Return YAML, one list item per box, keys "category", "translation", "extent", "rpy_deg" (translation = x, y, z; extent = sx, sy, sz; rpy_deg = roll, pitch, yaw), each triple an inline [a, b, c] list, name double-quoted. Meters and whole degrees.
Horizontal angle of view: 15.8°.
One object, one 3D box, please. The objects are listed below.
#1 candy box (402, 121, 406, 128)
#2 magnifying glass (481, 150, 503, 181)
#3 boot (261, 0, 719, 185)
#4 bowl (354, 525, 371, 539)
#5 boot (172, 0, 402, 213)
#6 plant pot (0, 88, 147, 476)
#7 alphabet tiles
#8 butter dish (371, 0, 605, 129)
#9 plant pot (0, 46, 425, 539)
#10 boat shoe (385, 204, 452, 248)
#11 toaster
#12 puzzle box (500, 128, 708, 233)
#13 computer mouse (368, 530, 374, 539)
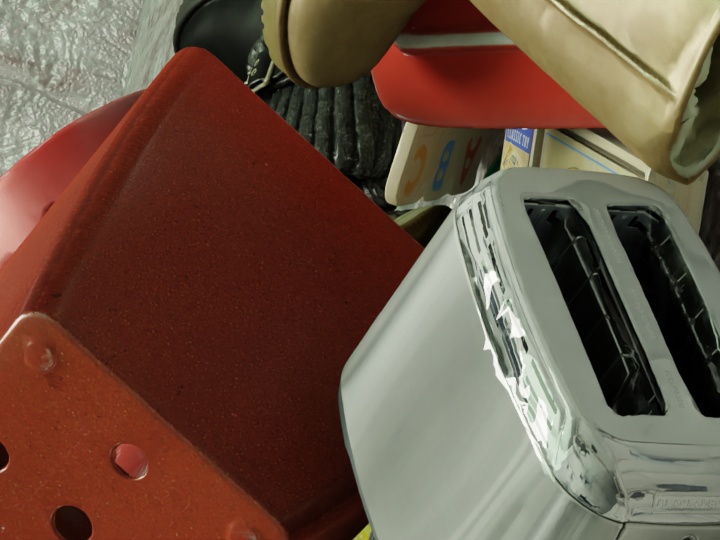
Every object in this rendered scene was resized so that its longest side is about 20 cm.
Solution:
- category: "candy box"
  translation: [0.019, -0.181, 1.526]
  extent: [0.168, 0.071, 0.201]
  rpy_deg: [123, 160, -82]
- category: "magnifying glass"
  translation: [0.082, -0.026, 1.233]
  extent: [0.200, 0.022, 0.080]
  rpy_deg: [163, 121, -75]
- category: "boot"
  translation: [0.056, -0.095, 0.965]
  extent: [0.200, 0.066, 0.176]
  rpy_deg: [43, 132, 31]
- category: "bowl"
  translation: [-0.055, 0.179, 1.415]
  extent: [0.200, 0.107, 0.201]
  rpy_deg: [-166, 90, -78]
- category: "boot"
  translation: [-0.043, -0.086, 1.352]
  extent: [0.211, 0.079, 0.158]
  rpy_deg: [-28, 50, 56]
- category: "plant pot"
  translation: [-0.113, 0.026, 1.443]
  extent: [0.183, 0.200, 0.201]
  rpy_deg: [52, 144, 19]
- category: "alphabet tiles"
  translation: [0.064, -0.125, 1.223]
  extent: [0.200, 0.015, 0.196]
  rpy_deg: [-15, -55, -69]
- category: "butter dish"
  translation: [0.098, -0.166, 1.059]
  extent: [0.200, 0.147, 0.200]
  rpy_deg: [3, 105, 50]
- category: "plant pot"
  translation: [-0.084, 0.064, 1.069]
  extent: [0.200, 0.200, 0.176]
  rpy_deg: [-47, 1, 30]
- category: "boat shoe"
  translation: [0.000, 0.000, 1.247]
  extent: [0.200, 0.065, 0.074]
  rpy_deg: [-1, -80, -74]
- category: "toaster"
  translation: [0.071, 0.053, 0.924]
  extent: [0.129, 0.113, 0.200]
  rpy_deg: [-59, 37, 40]
- category: "puzzle box"
  translation: [0.091, 0.003, 1.082]
  extent: [0.200, 0.025, 0.134]
  rpy_deg: [-136, 53, -73]
- category: "computer mouse"
  translation: [0.026, 0.109, 1.189]
  extent: [0.110, 0.044, 0.201]
  rpy_deg: [41, -125, -63]
